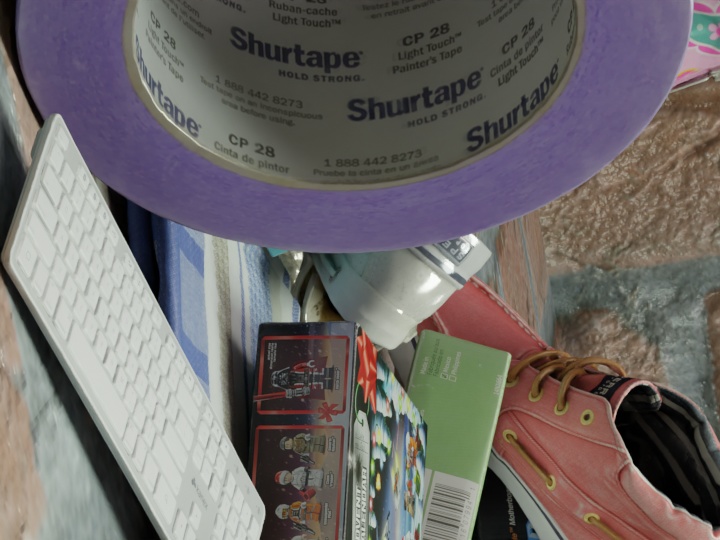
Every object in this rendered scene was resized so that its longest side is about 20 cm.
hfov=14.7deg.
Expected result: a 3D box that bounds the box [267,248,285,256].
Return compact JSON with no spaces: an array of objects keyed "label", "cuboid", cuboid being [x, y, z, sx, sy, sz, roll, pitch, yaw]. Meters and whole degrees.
[{"label":"box","cuboid":[-0.030,-0.088,1.098,0.200,0.049,0.082,-93,159,-64]}]

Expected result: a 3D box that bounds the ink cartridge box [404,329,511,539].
[{"label":"ink cartridge box","cuboid":[0.020,0.147,1.243,0.146,0.048,0.200,-75,179,-48]}]

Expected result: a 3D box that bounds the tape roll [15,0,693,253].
[{"label":"tape roll","cuboid":[-0.003,-0.100,0.843,0.200,0.200,0.085,72,11,-49]}]

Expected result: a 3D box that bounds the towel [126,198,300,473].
[{"label":"towel","cuboid":[-0.050,0.041,1.005,0.200,0.024,0.147,55,29,-69]}]

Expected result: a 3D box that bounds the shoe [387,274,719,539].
[{"label":"shoe","cuboid":[0.094,0.059,1.275,0.200,0.071,0.091,54,-42,10]}]

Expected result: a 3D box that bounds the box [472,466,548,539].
[{"label":"box","cuboid":[0.061,0.174,1.374,0.200,0.050,0.199,107,-20,-57]}]

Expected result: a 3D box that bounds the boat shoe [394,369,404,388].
[{"label":"boat shoe","cuboid":[0.015,0.031,1.446,0.067,0.057,0.200,-48,136,-32]}]

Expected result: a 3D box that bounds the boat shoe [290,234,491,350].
[{"label":"boat shoe","cuboid":[0.000,0.000,1.133,0.071,0.070,0.200,39,-2,-11]}]

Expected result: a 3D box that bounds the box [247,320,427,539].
[{"label":"box","cuboid":[-0.010,0.133,1.004,0.137,0.040,0.200,56,36,-68]}]

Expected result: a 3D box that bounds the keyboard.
[{"label":"keyboard","cuboid":[-0.066,0.039,0.854,0.200,0.011,0.056,66,22,-46]}]

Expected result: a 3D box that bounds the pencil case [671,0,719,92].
[{"label":"pencil case","cuboid":[0.088,-0.095,1.289,0.088,0.200,0.087,63,4,-7]}]

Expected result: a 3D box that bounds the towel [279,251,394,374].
[{"label":"towel","cuboid":[-0.015,-0.011,1.295,0.133,0.034,0.200,-81,160,-69]}]
